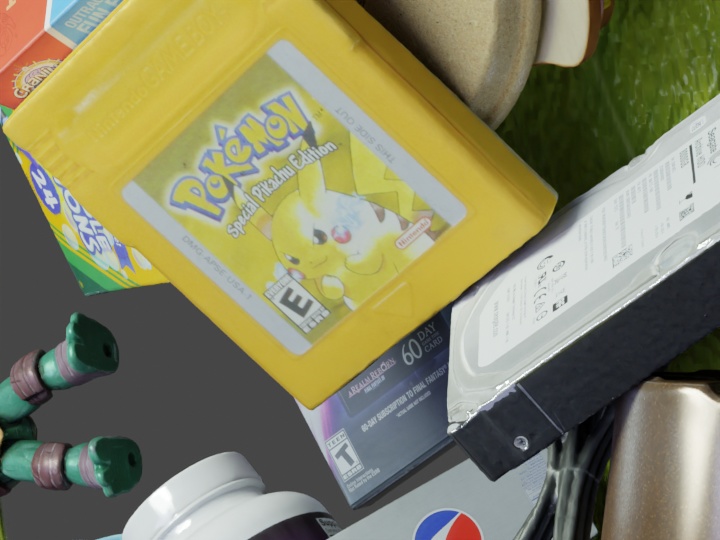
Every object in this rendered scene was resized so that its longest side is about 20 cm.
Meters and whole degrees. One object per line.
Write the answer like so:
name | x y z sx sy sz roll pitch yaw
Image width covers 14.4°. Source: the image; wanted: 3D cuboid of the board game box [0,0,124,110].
board game box | -0.129 -0.194 1.344 0.153 0.040 0.200 -38 47 35

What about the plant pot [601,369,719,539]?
plant pot | 0.180 0.143 1.197 0.200 0.200 0.198 2 91 39

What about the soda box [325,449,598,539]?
soda box | 0.011 0.153 1.331 0.063 0.200 0.068 59 171 16

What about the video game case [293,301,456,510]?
video game case | 0.000 0.000 1.424 0.143 0.019 0.200 -38 74 36

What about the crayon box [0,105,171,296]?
crayon box | -0.112 -0.058 1.414 0.200 0.052 0.126 -9 108 64

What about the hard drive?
hard drive | 0.123 -0.007 1.216 0.200 0.140 0.038 -35 109 19

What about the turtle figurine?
turtle figurine | -0.221 0.095 1.565 0.200 0.101 0.150 -16 101 24

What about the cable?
cable | 0.104 0.083 1.274 0.097 0.050 0.200 -17 53 32

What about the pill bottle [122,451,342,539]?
pill bottle | -0.033 0.190 1.418 0.200 0.112 0.112 51 124 21

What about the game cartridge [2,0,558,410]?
game cartridge | -0.039 -0.048 1.285 0.200 0.032 0.176 41 128 -11

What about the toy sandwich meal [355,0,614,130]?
toy sandwich meal | 0.018 -0.142 1.293 0.205 0.070 0.205 15 116 32

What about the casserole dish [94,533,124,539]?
casserole dish | -0.113 0.223 1.489 0.200 0.121 0.039 44 150 31
